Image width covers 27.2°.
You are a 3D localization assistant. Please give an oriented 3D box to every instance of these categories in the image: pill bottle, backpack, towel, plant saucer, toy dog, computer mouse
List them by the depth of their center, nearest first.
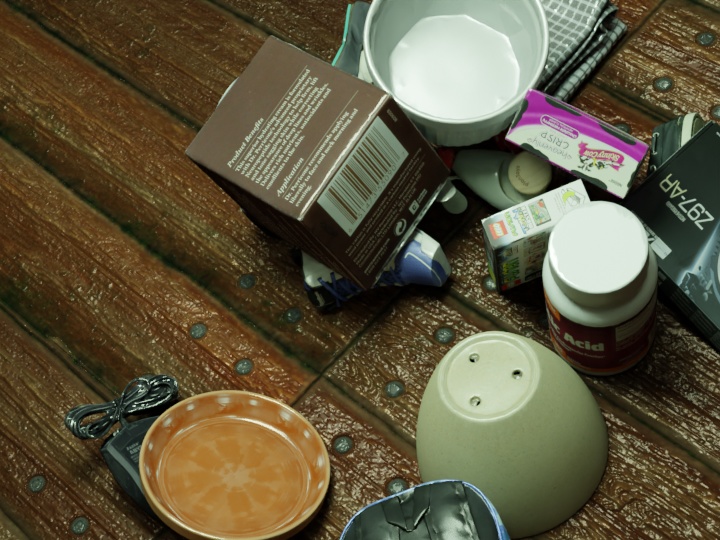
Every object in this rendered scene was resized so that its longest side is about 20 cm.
[{"bbox_3d":[0.069,0.311,1.372,0.181,0.147,0.202,-17,55,6],"label":"backpack"},{"bbox_3d":[0.240,0.019,1.488,0.112,0.200,0.116,-4,65,9],"label":"pill bottle"},{"bbox_3d":[-0.131,0.208,1.547,0.197,0.033,0.202,5,42,-5],"label":"plant saucer"},{"bbox_3d":[-0.215,0.206,1.595,0.137,0.053,0.200,-21,50,-32],"label":"computer mouse"},{"bbox_3d":[0.127,-0.089,1.685,0.198,0.131,0.098,5,87,30],"label":"toy dog"},{"bbox_3d":[0.201,-0.297,1.819,0.199,0.086,0.166,31,69,33],"label":"towel"}]

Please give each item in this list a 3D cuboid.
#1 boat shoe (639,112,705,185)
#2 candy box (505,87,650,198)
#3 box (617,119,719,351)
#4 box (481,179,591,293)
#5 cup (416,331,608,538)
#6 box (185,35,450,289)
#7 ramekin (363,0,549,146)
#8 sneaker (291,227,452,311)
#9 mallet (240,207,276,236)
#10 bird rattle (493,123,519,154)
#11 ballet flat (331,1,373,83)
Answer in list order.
[{"bbox_3d":[0.329,-0.082,1.628,0.065,0.074,0.202,-2,64,34],"label":"boat shoe"},{"bbox_3d":[0.230,-0.133,1.555,0.135,0.200,0.062,28,100,9],"label":"candy box"},{"bbox_3d":[0.374,-0.031,1.540,0.160,0.044,0.200,-39,79,-14],"label":"box"},{"bbox_3d":[0.185,-0.032,1.558,0.109,0.200,0.035,-22,75,1],"label":"box"},{"bbox_3d":[0.139,0.141,1.478,0.197,0.144,0.202,-9,52,11],"label":"cup"},{"bbox_3d":[-0.044,-0.117,1.609,0.199,0.164,0.167,31,82,39],"label":"box"},{"bbox_3d":[0.103,-0.231,1.612,0.197,0.105,0.203,-1,73,2],"label":"ramekin"},{"bbox_3d":[-0.001,0.000,1.678,0.198,0.081,0.116,20,69,33],"label":"sneaker"},{"bbox_3d":[-0.042,-0.099,1.752,0.198,0.066,0.042,-23,56,8],"label":"mallet"},{"bbox_3d":[0.103,-0.206,1.739,0.199,0.163,0.113,31,87,48],"label":"bird rattle"},{"bbox_3d":[-0.001,-0.266,1.871,0.072,0.074,0.202,-1,46,17],"label":"ballet flat"}]
